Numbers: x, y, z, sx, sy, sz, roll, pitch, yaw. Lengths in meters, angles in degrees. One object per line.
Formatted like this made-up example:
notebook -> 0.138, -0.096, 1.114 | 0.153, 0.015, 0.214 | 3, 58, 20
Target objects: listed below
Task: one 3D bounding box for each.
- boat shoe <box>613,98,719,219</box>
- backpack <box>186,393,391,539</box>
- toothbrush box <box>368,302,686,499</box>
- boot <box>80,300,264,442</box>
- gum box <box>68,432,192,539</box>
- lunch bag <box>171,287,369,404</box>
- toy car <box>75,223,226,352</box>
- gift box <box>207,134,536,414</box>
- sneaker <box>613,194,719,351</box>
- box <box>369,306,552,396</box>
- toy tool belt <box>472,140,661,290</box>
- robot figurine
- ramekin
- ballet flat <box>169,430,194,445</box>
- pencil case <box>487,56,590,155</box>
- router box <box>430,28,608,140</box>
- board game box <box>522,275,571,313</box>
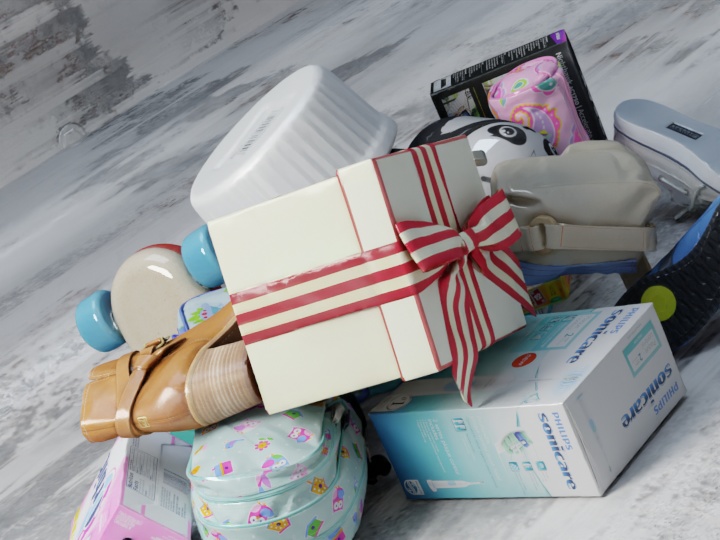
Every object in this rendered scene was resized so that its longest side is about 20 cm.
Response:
boat shoe -> 0.323, -0.089, 1.755 | 0.201, 0.087, 0.074 | 30, 45, 34
backpack -> -0.070, 0.169, 1.433 | 0.166, 0.127, 0.200 | -19, 21, 8
toothbrush box -> 0.131, 0.104, 1.418 | 0.199, 0.086, 0.146 | -6, 26, 44
boot -> -0.139, 0.073, 1.481 | 0.154, 0.077, 0.201 | -16, 28, 16
gum box -> -0.191, 0.214, 1.476 | 0.114, 0.066, 0.200 | -60, 12, 13
lunch bag -> -0.083, 0.072, 1.615 | 0.159, 0.083, 0.200 | -12, 20, -8
toy car -> -0.159, 0.043, 1.897 | 0.184, 0.178, 0.200 | -30, 1, 25
gift box -> 0.024, 0.011, 1.402 | 0.186, 0.202, 0.184 | -19, 5, 31
sneaker -> 0.282, 0.002, 1.496 | 0.200, 0.066, 0.078 | -49, -10, 17
box -> 0.077, 0.058, 1.691 | 0.199, 0.049, 0.082 | -19, 18, 19
toy tool belt -> 0.150, -0.027, 1.508 | 0.198, 0.124, 0.125 | -6, 31, -3
robot figurine -> 0.110, -0.082, 1.674 | 0.149, 0.126, 0.200 | -29, 16, -14
ramekin -> -0.068, -0.098, 1.693 | 0.200, 0.098, 0.201 | -42, 18, 17
ballet flat -> -0.106, 0.158, 1.641 | 0.069, 0.070, 0.199 | -33, 18, -25
pencil case -> 0.199, -0.107, 1.761 | 0.087, 0.201, 0.088 | -27, 18, 9
router box -> 0.175, -0.121, 1.833 | 0.148, 0.201, 0.051 | -20, 19, 11
board game box -> 0.148, -0.007, 1.660 | 0.095, 0.030, 0.200 | -20, 15, 17
